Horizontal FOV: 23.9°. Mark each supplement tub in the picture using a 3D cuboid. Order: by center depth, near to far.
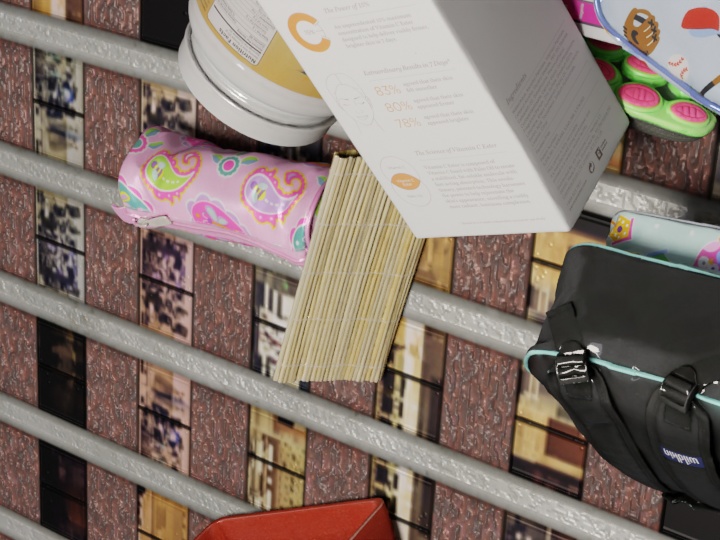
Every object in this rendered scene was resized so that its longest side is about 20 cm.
[{"bbox_3d":[-0.029,-0.197,1.144,0.145,0.144,0.200,46,129,15],"label":"supplement tub"}]

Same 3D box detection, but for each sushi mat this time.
[{"bbox_3d":[0.000,0.000,1.233,0.012,0.095,0.201,57,139,48],"label":"sushi mat"}]

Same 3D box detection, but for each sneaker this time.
[{"bbox_3d":[0.140,-0.118,1.103,0.199,0.077,0.084,16,148,28],"label":"sneaker"}]

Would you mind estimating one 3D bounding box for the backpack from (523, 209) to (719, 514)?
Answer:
[{"bbox_3d":[0.213,0.063,1.039,0.175,0.154,0.200,10,150,33],"label":"backpack"}]

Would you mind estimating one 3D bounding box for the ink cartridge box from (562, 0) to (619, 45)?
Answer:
[{"bbox_3d":[0.157,-0.166,1.043,0.199,0.095,0.037,17,117,32],"label":"ink cartridge box"}]

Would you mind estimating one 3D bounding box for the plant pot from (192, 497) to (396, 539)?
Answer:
[{"bbox_3d":[-0.065,0.317,1.346,0.199,0.200,0.177,-13,110,40],"label":"plant pot"}]

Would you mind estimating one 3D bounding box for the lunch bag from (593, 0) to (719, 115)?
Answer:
[{"bbox_3d":[0.233,-0.151,0.890,0.200,0.075,0.161,37,113,24],"label":"lunch bag"}]

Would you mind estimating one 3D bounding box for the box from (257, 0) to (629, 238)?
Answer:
[{"bbox_3d":[0.052,-0.124,1.009,0.124,0.098,0.200,-1,135,43],"label":"box"}]

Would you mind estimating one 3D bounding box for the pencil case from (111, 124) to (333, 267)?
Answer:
[{"bbox_3d":[-0.093,-0.053,1.286,0.199,0.087,0.088,14,115,31],"label":"pencil case"}]
